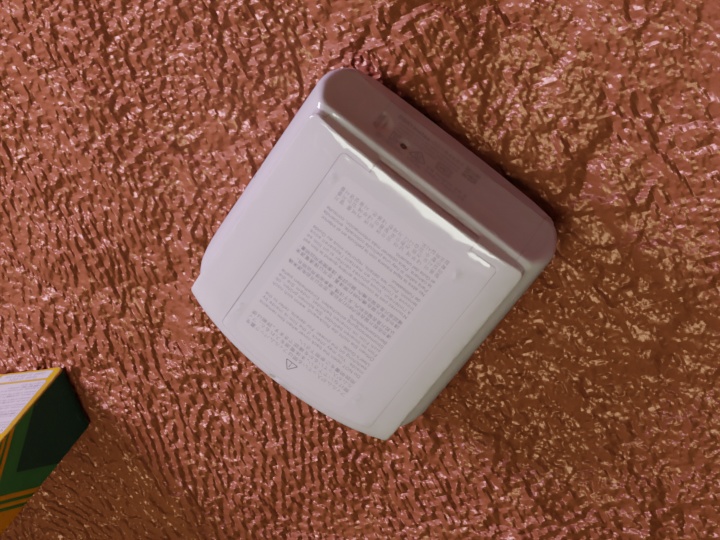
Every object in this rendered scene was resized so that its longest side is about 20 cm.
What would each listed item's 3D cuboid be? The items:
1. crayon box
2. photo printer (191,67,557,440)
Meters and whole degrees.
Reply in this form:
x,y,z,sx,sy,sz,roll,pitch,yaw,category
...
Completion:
x,y,z,sx,sy,sz,roll,pitch,yaw,category
-0.279,0.143,1.623,0.125,0.200,0.052,-7,118,31,crayon box
0.000,0.000,1.466,0.166,0.070,0.200,37,131,0,photo printer
